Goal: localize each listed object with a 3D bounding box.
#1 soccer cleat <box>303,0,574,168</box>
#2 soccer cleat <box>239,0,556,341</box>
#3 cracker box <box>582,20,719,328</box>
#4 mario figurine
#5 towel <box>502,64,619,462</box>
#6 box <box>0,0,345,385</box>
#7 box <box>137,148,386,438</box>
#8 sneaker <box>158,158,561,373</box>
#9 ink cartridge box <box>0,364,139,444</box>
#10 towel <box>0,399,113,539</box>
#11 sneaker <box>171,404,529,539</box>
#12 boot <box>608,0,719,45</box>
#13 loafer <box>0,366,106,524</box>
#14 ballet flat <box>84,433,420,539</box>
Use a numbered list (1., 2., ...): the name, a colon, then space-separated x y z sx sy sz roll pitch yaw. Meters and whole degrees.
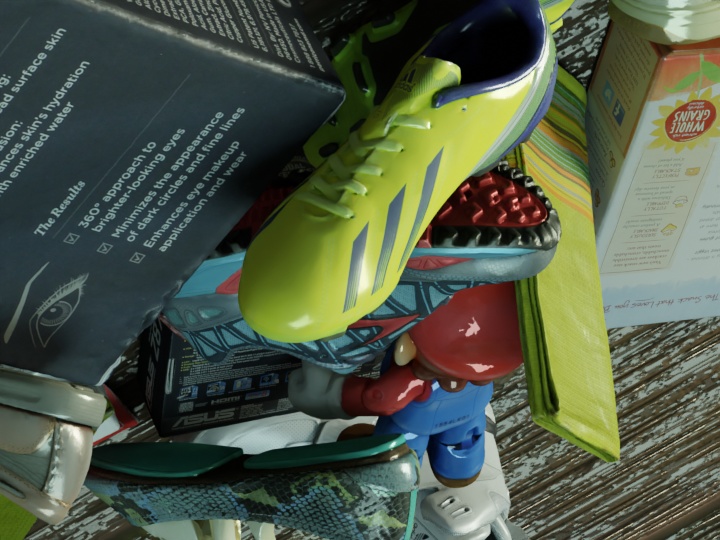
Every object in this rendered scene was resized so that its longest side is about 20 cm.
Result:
1. soccer cleat: 0.053 -0.110 1.236 0.084 0.065 0.200 20 124 -45
2. soccer cleat: 0.014 -0.050 1.120 0.200 0.065 0.084 -45 154 -32
3. cracker box: 0.179 -0.059 1.367 0.134 0.058 0.200 -6 137 -21
4. mario figurine: 0.038 0.031 1.327 0.123 0.106 0.200 -52 167 -35
5. towel: 0.098 -0.012 1.268 0.018 0.200 0.086 -17 155 28
6. box: -0.151 -0.071 1.129 0.200 0.117 0.197 17 126 -41
7. box: -0.009 0.005 1.349 0.200 0.049 0.161 -10 141 -18
8. sneaker: 0.000 0.000 1.227 0.200 0.079 0.096 -4 128 17
9. ink cartridge box: -0.218 0.105 1.332 0.200 0.045 0.176 -26 153 2
10. towel: -0.195 0.126 1.303 0.086 0.018 0.200 -5 146 -35
11. sneaker: 0.001 0.115 1.428 0.200 0.115 0.075 3 134 -31
12. boot: 0.198 -0.201 1.196 0.200 0.072 0.155 -24 131 -30
13. loafer: -0.209 0.065 1.168 0.200 0.063 0.072 9 175 25
14. ballet flat: -0.060 0.121 1.333 0.200 0.074 0.074 -3 155 34
